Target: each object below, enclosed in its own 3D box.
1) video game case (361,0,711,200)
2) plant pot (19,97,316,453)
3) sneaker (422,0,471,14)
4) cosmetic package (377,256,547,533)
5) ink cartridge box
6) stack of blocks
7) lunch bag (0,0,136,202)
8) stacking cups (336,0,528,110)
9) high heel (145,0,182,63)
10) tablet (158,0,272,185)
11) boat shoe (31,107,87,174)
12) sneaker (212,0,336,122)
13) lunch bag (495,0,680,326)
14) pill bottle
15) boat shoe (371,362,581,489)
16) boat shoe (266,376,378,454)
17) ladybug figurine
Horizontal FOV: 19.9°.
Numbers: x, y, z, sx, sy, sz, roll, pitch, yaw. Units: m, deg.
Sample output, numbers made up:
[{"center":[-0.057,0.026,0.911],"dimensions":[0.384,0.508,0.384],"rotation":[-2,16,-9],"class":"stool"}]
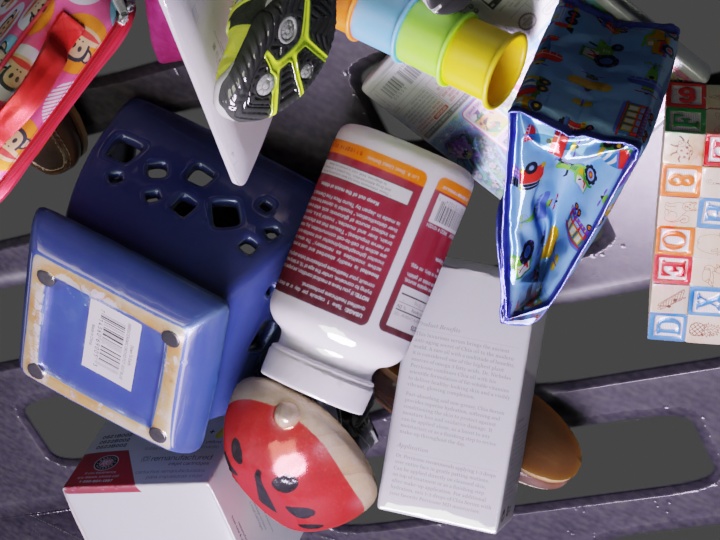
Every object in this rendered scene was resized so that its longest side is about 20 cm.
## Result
[{"center":[0.126,-0.140,1.510],"dimensions":[0.182,0.024,0.200],"rotation":[37,131,-10],"class":"video game case"},{"center":[-0.158,0.014,1.633],"dimensions":[0.199,0.180,0.200],"rotation":[27,135,13],"class":"plant pot"},{"center":[0.035,-0.279,1.406],"dimensions":[0.087,0.075,0.201],"rotation":[29,129,41],"class":"sneaker"},{"center":[0.083,0.096,1.623],"dimensions":[0.101,0.071,0.201],"rotation":[11,97,14],"class":"cosmetic package"},{"center":[-0.130,0.172,1.756],"dimensions":[0.145,0.200,0.145],"rotation":[-5,123,26],"class":"ink cartridge box"},{"center":[0.272,-0.037,1.495],"dimensions":[0.115,0.059,0.201],"rotation":[4,132,7],"class":"stack of blocks"},{"center":[-0.252,-0.145,1.517],"dimensions":[0.082,0.176,0.200],"rotation":[37,90,-23],"class":"lunch bag"},{"center":[0.023,-0.182,1.479],"dimensions":[0.200,0.060,0.061],"rotation":[28,136,23],"class":"stacking cups"},{"center":[-0.174,-0.237,1.521],"dimensions":[0.096,0.068,0.200],"rotation":[-30,116,26],"class":"high heel"},{"center":[-0.095,-0.172,1.477],"dimensions":[0.014,0.130,0.200],"rotation":[3,142,19],"class":"tablet"},{"center":[-0.300,-0.149,1.640],"dimensions":[0.070,0.070,0.200],"rotation":[-24,117,36],"class":"boat shoe"},{"center":[-0.059,-0.195,1.448],"dimensions":[0.076,0.201,0.075],"rotation":[15,163,33],"class":"sneaker"},{"center":[0.148,-0.063,1.445],"dimensions":[0.094,0.151,0.201],"rotation":[17,132,8],"class":"lunch bag"},{"center":[0.000,0.000,1.551],"dimensions":[0.113,0.113,0.201],"rotation":[23,89,4],"class":"pill bottle"},{"center":[0.090,0.119,1.710],"dimensions":[0.200,0.070,0.070],"rotation":[35,145,4],"class":"boat shoe"},{"center":[-0.021,0.106,1.688],"dimensions":[0.074,0.068,0.200],"rotation":[37,162,33],"class":"boat shoe"},{"center":[-0.054,0.150,1.609],"dimensions":[0.135,0.072,0.200],"rotation":[32,163,20],"class":"ladybug figurine"}]
